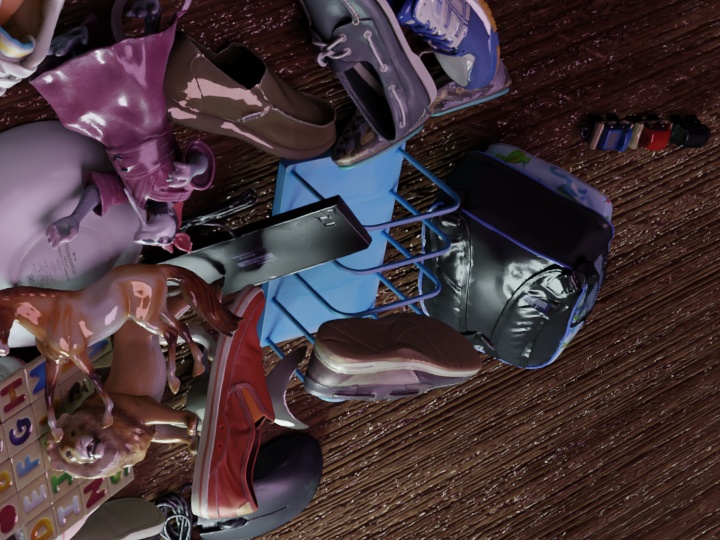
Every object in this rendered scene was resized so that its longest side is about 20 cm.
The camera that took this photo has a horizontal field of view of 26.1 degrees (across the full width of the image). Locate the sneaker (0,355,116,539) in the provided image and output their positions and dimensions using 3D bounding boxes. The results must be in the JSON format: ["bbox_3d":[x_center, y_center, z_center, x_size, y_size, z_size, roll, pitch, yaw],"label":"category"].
[{"bbox_3d":[-0.270,0.145,1.363,0.104,0.075,0.203,-37,132,-42],"label":"sneaker"}]

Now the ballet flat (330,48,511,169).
[{"bbox_3d":[0.048,-0.161,1.419,0.199,0.072,0.073,-28,137,-23],"label":"ballet flat"}]

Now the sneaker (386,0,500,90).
[{"bbox_3d":[0.054,-0.227,1.330,0.088,0.075,0.201,-50,129,-30],"label":"sneaker"}]

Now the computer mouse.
[{"bbox_3d":[-0.112,0.245,1.596,0.199,0.053,0.140,-31,136,-21],"label":"computer mouse"}]

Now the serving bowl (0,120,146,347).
[{"bbox_3d":[-0.253,-0.016,1.247,0.198,0.066,0.202,-23,134,-26],"label":"serving bowl"}]

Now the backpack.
[{"bbox_3d":[0.156,-0.011,1.537,0.147,0.181,0.201,-53,163,-35],"label":"backpack"}]

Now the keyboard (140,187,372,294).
[{"bbox_3d":[-0.102,-0.028,1.327,0.198,0.021,0.127,-17,144,20],"label":"keyboard"}]

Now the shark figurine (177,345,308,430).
[{"bbox_3d":[-0.128,0.105,1.434,0.126,0.214,0.091,6,77,-17],"label":"shark figurine"}]

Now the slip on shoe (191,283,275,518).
[{"bbox_3d":[-0.100,0.113,1.328,0.074,0.060,0.203,76,21,-78],"label":"slip on shoe"}]

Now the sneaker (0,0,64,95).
[{"bbox_3d":[-0.275,-0.155,1.103,0.076,0.081,0.201,17,110,-49],"label":"sneaker"}]

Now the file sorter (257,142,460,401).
[{"bbox_3d":[0.000,0.000,1.448,0.137,0.123,0.202,-15,130,-34],"label":"file sorter"}]

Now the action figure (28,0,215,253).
[{"bbox_3d":[-0.176,-0.102,1.192,0.132,0.150,0.202,-8,123,16],"label":"action figure"}]

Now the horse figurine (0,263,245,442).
[{"bbox_3d":[-0.197,0.048,1.239,0.198,0.050,0.134,-24,103,-19],"label":"horse figurine"}]

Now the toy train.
[{"bbox_3d":[0.310,-0.146,1.673,0.198,0.046,0.034,-5,125,-40],"label":"toy train"}]

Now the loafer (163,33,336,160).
[{"bbox_3d":[-0.089,-0.145,1.286,0.198,0.076,0.068,7,123,-45],"label":"loafer"}]

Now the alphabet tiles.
[{"bbox_3d":[-0.249,0.140,1.317,0.200,0.006,0.169,-36,130,-46],"label":"alphabet tiles"}]

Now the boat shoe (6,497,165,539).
[{"bbox_3d":[-0.270,0.264,1.452,0.198,0.072,0.063,-5,121,-46],"label":"boat shoe"}]

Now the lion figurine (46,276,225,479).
[{"bbox_3d":[-0.188,0.086,1.317,0.073,0.121,0.202,95,6,-63],"label":"lion figurine"}]

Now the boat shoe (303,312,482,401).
[{"bbox_3d":[0.027,0.084,1.395,0.198,0.072,0.065,2,132,-46],"label":"boat shoe"}]

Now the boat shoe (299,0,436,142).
[{"bbox_3d":[-0.005,-0.189,1.303,0.200,0.072,0.062,49,65,-38],"label":"boat shoe"}]
